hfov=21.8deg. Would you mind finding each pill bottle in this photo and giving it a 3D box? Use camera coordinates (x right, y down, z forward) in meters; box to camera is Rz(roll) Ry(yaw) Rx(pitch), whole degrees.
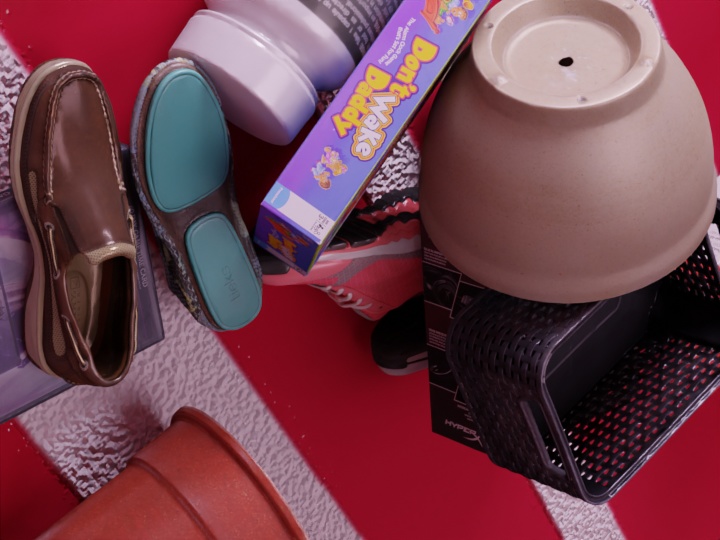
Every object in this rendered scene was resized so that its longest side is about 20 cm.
[{"bbox_3d":[-0.028,-0.188,1.189,0.200,0.114,0.114,-55,135,-12],"label":"pill bottle"}]

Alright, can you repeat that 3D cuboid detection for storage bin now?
[{"bbox_3d":[0.167,0.043,1.273,0.200,0.094,0.136,-42,126,-26],"label":"storage bin"}]

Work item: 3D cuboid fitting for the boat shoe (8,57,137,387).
[{"bbox_3d":[-0.161,-0.025,1.130,0.075,0.075,0.203,-20,119,-38],"label":"boat shoe"}]

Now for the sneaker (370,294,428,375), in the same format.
[{"bbox_3d":[0.090,0.071,1.436,0.200,0.075,0.116,-21,119,-40],"label":"sneaker"}]

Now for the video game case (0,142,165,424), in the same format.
[{"bbox_3d":[-0.215,0.020,1.163,0.200,0.019,0.143,-27,124,-33],"label":"video game case"}]

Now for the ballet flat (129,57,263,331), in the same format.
[{"bbox_3d":[-0.115,-0.051,1.194,0.074,0.074,0.201,-32,129,-31],"label":"ballet flat"}]

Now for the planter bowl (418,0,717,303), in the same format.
[{"bbox_3d":[0.133,-0.098,1.204,0.200,0.200,0.135,-39,146,-26],"label":"planter bowl"}]

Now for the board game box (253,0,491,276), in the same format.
[{"bbox_3d":[0.007,-0.098,1.196,0.200,0.045,0.134,-56,180,-9],"label":"board game box"}]

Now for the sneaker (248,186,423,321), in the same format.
[{"bbox_3d":[0.000,0.000,1.324,0.199,0.074,0.087,-11,117,-40],"label":"sneaker"}]

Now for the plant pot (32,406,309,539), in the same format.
[{"bbox_3d":[-0.142,0.224,1.205,0.195,0.201,0.201,-32,127,-21],"label":"plant pot"}]

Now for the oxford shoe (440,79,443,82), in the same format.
[{"bbox_3d":[0.093,-0.081,1.400,0.074,0.071,0.201,-16,123,-9],"label":"oxford shoe"}]

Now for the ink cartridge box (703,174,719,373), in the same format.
[{"bbox_3d":[0.325,-0.003,1.639,0.200,0.067,0.116,-47,132,-20],"label":"ink cartridge box"}]

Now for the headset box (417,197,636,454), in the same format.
[{"bbox_3d":[0.122,0.012,1.338,0.148,0.077,0.201,-18,115,-37],"label":"headset box"}]
